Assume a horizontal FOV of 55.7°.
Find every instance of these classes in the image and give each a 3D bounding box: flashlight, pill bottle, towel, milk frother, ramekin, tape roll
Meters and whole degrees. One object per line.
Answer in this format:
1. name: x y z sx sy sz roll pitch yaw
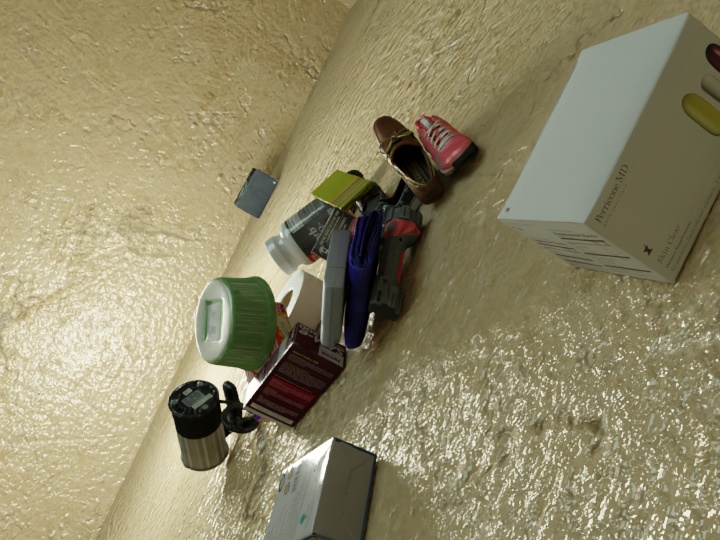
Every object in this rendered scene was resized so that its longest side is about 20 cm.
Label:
1. flashlight: 0.060 -0.012 1.135 0.068 0.067 0.201 99 -178 -59
2. pill bottle: -0.110 -0.085 1.542 0.199 0.116 0.116 -37 20 5
3. towel: -0.003 0.016 1.141 0.148 0.049 0.201 -74 -8 -46
4. milk frother: -0.329 0.374 1.574 0.200 0.179 0.189 44 145 44
5. towel: -0.041 -0.169 1.433 0.086 0.018 0.200 -42 26 -7
6. ramekin: -0.266 0.108 1.421 0.199 0.097 0.202 -12 75 51
7. tape roll: -0.151 0.101 1.556 0.203 0.070 0.203 -53 19 28

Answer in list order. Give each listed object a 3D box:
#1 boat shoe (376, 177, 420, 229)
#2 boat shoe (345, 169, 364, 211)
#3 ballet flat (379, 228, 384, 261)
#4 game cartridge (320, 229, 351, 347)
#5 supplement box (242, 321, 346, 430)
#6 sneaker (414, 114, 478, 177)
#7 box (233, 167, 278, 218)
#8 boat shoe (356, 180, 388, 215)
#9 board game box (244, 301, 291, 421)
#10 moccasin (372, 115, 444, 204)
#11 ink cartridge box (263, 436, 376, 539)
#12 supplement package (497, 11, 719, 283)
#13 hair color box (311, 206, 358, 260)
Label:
1. boat shoe: 0.064 -0.117 1.269 0.201 0.066 0.070 -57 17 17
2. boat shoe: -0.052 -0.153 1.677 0.201 0.071 0.076 -62 1 -6
3. ballet flat: 0.000 0.000 1.273 0.200 0.074 0.075 -50 20 47
4. game cartridge: -0.039 0.018 1.141 0.200 0.041 0.134 -83 -5 -61
5. supplement box: -0.123 0.198 1.260 0.200 0.108 0.061 -51 20 31
6. sneaker: 0.134 -0.222 1.170 0.074 0.087 0.200 -44 20 6
7. box: -0.491 -0.364 3.189 0.201 0.123 0.197 -61 19 2
8. boat shoe: 0.020 -0.140 1.395 0.073 0.065 0.200 -45 13 7
9. board game box: -0.187 0.190 1.424 0.152 0.046 0.201 -49 48 36
10. moccasin: 0.076 -0.204 1.196 0.073 0.078 0.202 -26 58 5
11. ink cartridge box: -0.067 0.332 0.943 0.200 0.076 0.137 -42 25 45
12. supplement package: 0.249 -0.109 0.643 0.201 0.110 0.156 -63 17 -2
13. hair color box: -0.036 -0.059 1.366 0.102 0.061 0.200 -62 -6 1
